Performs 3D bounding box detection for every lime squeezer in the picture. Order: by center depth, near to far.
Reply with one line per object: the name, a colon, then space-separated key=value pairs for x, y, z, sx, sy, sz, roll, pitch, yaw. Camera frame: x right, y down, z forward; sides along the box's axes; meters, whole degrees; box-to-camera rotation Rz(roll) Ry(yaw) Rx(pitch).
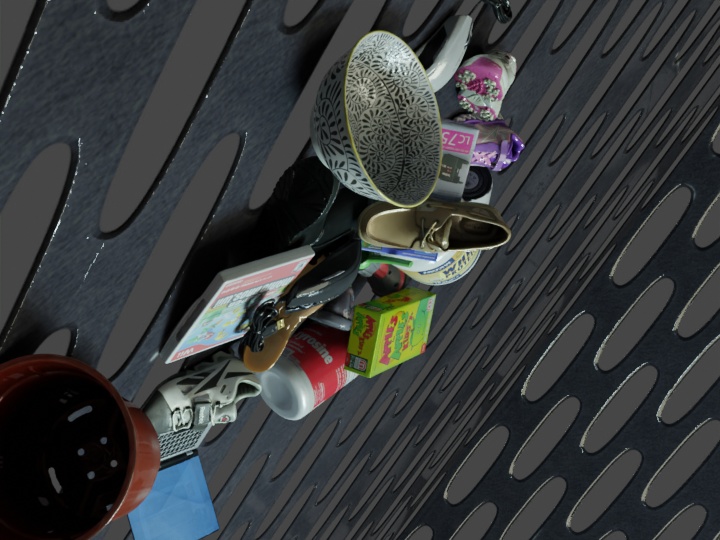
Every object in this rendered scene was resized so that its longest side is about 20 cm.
lime squeezer: x=0.000 y=0.000 z=1.539 sx=0.038 sy=0.071 sz=0.200 roll=-31 pitch=178 yaw=-33

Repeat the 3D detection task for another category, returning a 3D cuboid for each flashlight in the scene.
flashlight: x=0.024 y=-0.002 z=1.681 sx=0.068 sy=0.068 sz=0.200 roll=-53 pitch=162 yaw=1

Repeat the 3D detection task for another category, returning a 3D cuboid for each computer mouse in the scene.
computer mouse: x=0.122 y=-0.287 z=1.383 sx=0.200 sy=0.044 sz=0.110 roll=-48 pitch=162 yaw=-2
computer mouse: x=-0.071 y=0.043 z=1.427 sx=0.200 sy=0.046 sz=0.140 roll=-36 pitch=169 yaw=-34

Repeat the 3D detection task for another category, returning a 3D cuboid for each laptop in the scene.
laptop: x=-0.250 y=0.296 z=1.575 sx=0.200 sy=0.116 sz=0.187 roll=-56 pitch=160 yaw=20

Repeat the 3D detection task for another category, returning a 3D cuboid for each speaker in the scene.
speaker: x=0.171 y=-0.098 z=1.795 sx=0.081 sy=0.081 sz=0.200 roll=-42 pitch=160 yaw=-18

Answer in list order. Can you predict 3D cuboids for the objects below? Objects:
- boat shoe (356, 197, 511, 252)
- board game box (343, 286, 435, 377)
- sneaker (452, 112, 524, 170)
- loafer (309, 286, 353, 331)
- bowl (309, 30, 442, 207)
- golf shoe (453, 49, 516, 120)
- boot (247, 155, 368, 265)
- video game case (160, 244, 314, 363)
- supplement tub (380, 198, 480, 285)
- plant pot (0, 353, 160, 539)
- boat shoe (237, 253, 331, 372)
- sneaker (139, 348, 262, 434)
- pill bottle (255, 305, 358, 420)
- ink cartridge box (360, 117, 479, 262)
boat shoe: x=0.096 y=-0.058 z=1.406 sx=0.199 sy=0.065 sz=0.071 roll=-3 pitch=111 yaw=-12
board game box: x=0.049 y=0.093 z=1.682 sx=0.200 sy=0.048 sz=0.102 roll=-16 pitch=120 yaw=-62
sneaker: x=0.184 y=-0.187 z=1.644 sx=0.200 sy=0.088 sz=0.081 roll=-23 pitch=150 yaw=-50
loafer: x=-0.037 y=0.050 z=1.580 sx=0.200 sy=0.072 sz=0.063 roll=179 pitch=-68 yaw=-81
bowl: x=0.004 y=-0.164 z=1.232 sx=0.094 sy=0.201 sz=0.201 roll=-9 pitch=-175 yaw=33
golf shoe: x=0.177 y=-0.274 z=1.488 sx=0.092 sy=0.075 sz=0.200 roll=-60 pitch=175 yaw=-3
boot: x=-0.046 y=-0.079 z=1.371 sx=0.162 sy=0.073 sz=0.198 roll=-20 pitch=154 yaw=-50
video game case: x=-0.156 y=0.043 z=1.351 sx=0.143 sy=0.017 sz=0.200 roll=-19 pitch=160 yaw=-41
supplement tub: x=0.096 y=-0.062 z=1.604 sx=0.144 sy=0.144 sz=0.200 roll=-50 pitch=161 yaw=4
plant pot: x=-0.313 y=0.202 z=1.169 sx=0.201 sy=0.201 sz=0.195 roll=-47 pitch=169 yaw=-5
boat shoe: x=-0.105 y=0.048 z=1.509 sx=0.200 sy=0.070 sz=0.070 roll=-50 pitch=-161 yaw=6
sneaker: x=-0.216 y=0.180 z=1.464 sx=0.200 sy=0.088 sz=0.074 roll=-33 pitch=149 yaw=-39
pill bottle: x=-0.061 y=0.137 z=1.691 sx=0.200 sy=0.112 sz=0.112 roll=-34 pitch=156 yaw=-37
ink cartridge box: x=0.075 y=-0.107 z=1.440 sx=0.042 sy=0.119 sz=0.200 roll=-114 pitch=-145 yaw=-65
